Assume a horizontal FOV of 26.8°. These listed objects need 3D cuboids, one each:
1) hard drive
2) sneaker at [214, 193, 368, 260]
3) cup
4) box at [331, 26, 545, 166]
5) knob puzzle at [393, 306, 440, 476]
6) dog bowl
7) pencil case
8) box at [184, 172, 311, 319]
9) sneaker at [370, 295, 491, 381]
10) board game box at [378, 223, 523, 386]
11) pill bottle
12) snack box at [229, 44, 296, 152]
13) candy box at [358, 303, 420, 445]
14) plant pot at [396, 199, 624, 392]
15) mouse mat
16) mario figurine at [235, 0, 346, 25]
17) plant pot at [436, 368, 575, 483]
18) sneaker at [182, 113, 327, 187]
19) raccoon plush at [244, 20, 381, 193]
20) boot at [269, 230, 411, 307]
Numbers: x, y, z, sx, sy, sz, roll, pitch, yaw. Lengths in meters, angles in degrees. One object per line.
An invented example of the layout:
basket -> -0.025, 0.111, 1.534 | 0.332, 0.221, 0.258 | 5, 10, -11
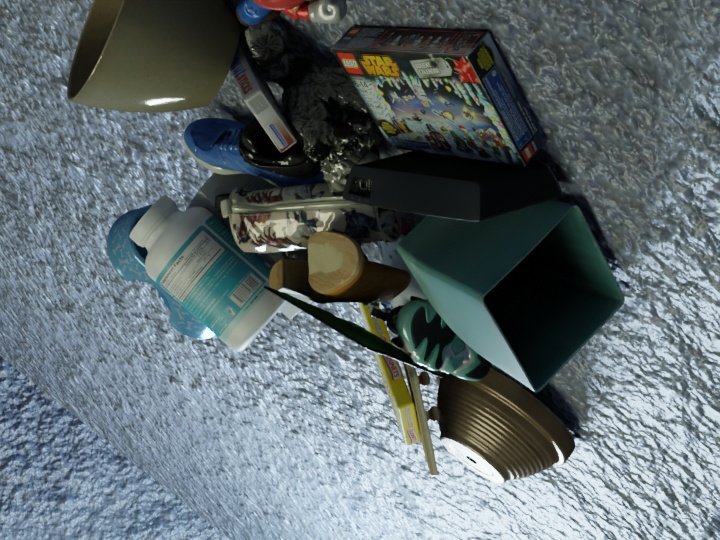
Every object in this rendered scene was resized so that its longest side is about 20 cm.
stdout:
hard drive -> 0.089, -0.089, 1.514 | 0.199, 0.134, 0.043 | 12, 113, 48
sneaker -> -0.081, -0.035, 1.839 | 0.198, 0.105, 0.060 | 5, -173, -2
cup -> -0.216, -0.253, 1.648 | 0.143, 0.201, 0.200 | 20, 164, -22
box -> 0.074, -0.174, 1.488 | 0.199, 0.040, 0.137 | 13, 143, 49
knob puzzle -> 0.081, 0.162, 1.921 | 0.220, 0.030, 0.221 | 167, 90, -89
dog bowl -> -0.233, -0.003, 1.947 | 0.200, 0.112, 0.050 | 45, 145, -10
pencil case -> -0.056, -0.065, 1.738 | 0.199, 0.078, 0.090 | -4, 151, 18
box -> -0.118, -0.049, 1.938 | 0.200, 0.098, 0.124 | 43, 157, -4
sneaker -> 0.060, 0.066, 1.768 | 0.139, 0.078, 0.200 | 25, 173, 36
board game box -> 0.115, 0.037, 1.822 | 0.199, 0.026, 0.200 | 29, 155, 27
pill bottle -> -0.188, -0.002, 1.866 | 0.200, 0.111, 0.111 | 42, 157, 0
snack box -> -0.113, -0.194, 1.643 | 0.072, 0.024, 0.200 | 54, -176, -27
candy box -> 0.034, 0.117, 1.950 | 0.102, 0.026, 0.201 | 81, 172, -55
plant pot -> 0.142, 0.003, 1.584 | 0.200, 0.141, 0.142 | 26, 155, 53
mouse mat -> -0.005, 0.072, 1.730 | 0.161, 0.008, 0.200 | 29, -179, 36
mario figurine -> -0.077, -0.298, 1.489 | 0.123, 0.107, 0.200 | 10, 179, -21
plant pot -> 0.166, 0.205, 1.926 | 0.200, 0.093, 0.201 | 35, 165, 10
sneaker -> -0.133, -0.155, 1.793 | 0.199, 0.077, 0.111 | 26, 159, 22
raccoon plush -> -0.040, -0.179, 1.645 | 0.201, 0.096, 0.134 | 61, 175, 16
boot -> 0.000, 0.001, 1.717 | 0.143, 0.071, 0.201 | 5, 169, -29
